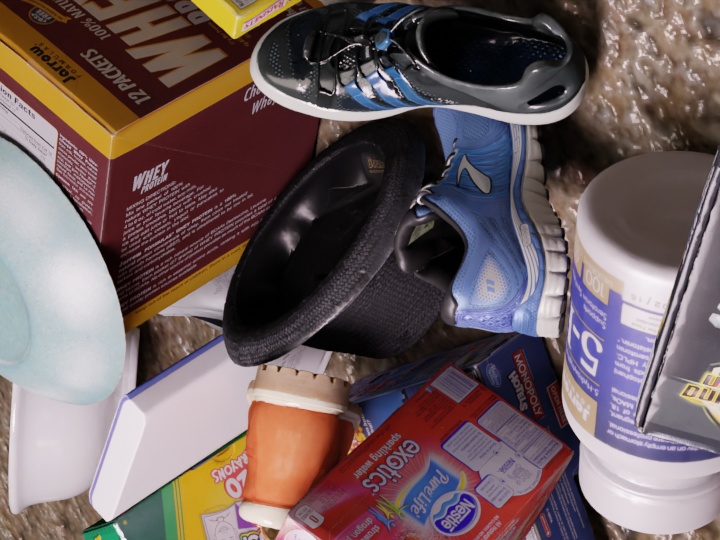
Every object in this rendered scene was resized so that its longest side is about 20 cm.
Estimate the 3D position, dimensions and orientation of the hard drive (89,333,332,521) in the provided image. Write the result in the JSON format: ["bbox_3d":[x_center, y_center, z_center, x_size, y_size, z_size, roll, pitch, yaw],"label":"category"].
[{"bbox_3d":[-0.090,0.079,1.589,0.025,0.200,0.132,45,143,17],"label":"hard drive"}]

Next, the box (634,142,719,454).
[{"bbox_3d":[0.252,0.032,1.172,0.200,0.046,0.159,16,121,3],"label":"box"}]

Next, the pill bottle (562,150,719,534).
[{"bbox_3d":[0.173,0.046,1.318,0.120,0.120,0.200,31,136,33],"label":"pill bottle"}]

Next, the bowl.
[{"bbox_3d":[-0.217,0.088,1.810,0.201,0.090,0.201,-177,90,-84],"label":"bowl"}]

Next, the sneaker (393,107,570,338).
[{"bbox_3d":[0.061,-0.041,1.360,0.200,0.089,0.079,-101,11,-49],"label":"sneaker"}]

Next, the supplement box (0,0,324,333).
[{"bbox_3d":[-0.138,-0.093,1.517,0.133,0.197,0.200,40,142,23],"label":"supplement box"}]

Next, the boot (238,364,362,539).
[{"bbox_3d":[-0.045,0.123,1.492,0.075,0.107,0.200,9,173,4],"label":"boot"}]

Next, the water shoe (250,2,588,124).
[{"bbox_3d":[0.029,-0.129,1.342,0.200,0.072,0.079,3,161,14],"label":"water shoe"}]

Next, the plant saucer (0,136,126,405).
[{"bbox_3d":[-0.229,0.006,1.498,0.201,0.039,0.201,30,138,32],"label":"plant saucer"}]

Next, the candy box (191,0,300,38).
[{"bbox_3d":[-0.107,-0.230,1.458,0.200,0.102,0.026,43,148,20],"label":"candy box"}]

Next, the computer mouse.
[{"bbox_3d":[-0.136,-0.006,1.684,0.200,0.044,0.110,11,82,40],"label":"computer mouse"}]

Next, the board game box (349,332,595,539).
[{"bbox_3d":[0.061,0.134,1.571,0.200,0.062,0.200,1,117,50],"label":"board game box"}]

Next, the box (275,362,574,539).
[{"bbox_3d":[0.029,0.155,1.400,0.100,0.200,0.096,34,128,13],"label":"box"}]

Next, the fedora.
[{"bbox_3d":[0.000,0.000,1.490,0.092,0.201,0.201,34,151,-21],"label":"fedora"}]

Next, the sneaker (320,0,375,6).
[{"bbox_3d":[0.035,-0.192,1.349,0.081,0.076,0.200,45,147,-1],"label":"sneaker"}]

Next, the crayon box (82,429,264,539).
[{"bbox_3d":[-0.081,0.181,1.657,0.058,0.200,0.119,-24,97,55],"label":"crayon box"}]
